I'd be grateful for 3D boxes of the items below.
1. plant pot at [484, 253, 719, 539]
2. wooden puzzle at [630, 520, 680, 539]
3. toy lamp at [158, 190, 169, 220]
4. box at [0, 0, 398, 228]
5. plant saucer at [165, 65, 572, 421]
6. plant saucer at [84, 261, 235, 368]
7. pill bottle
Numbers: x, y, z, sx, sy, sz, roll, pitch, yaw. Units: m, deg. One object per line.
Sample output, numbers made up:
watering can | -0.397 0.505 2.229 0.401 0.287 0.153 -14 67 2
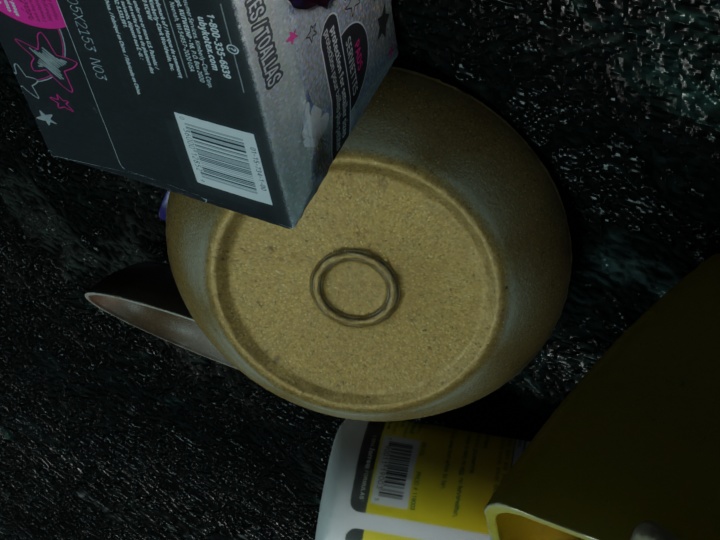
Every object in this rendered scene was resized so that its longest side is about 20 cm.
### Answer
plant pot | 0.190 0.112 0.689 0.200 0.177 0.200 18 148 23
wooden puzzle | 0.175 0.187 0.565 0.199 0.046 0.186 18 137 11
toy lamp | -0.008 -0.001 0.822 0.200 0.058 0.058 31 151 1
box | -0.070 -0.133 0.618 0.132 0.115 0.200 17 149 20
plant saucer | 0.000 0.000 0.741 0.200 0.035 0.201 5 121 7
plant saucer | -0.060 0.038 0.894 0.200 0.032 0.200 20 171 3
pill bottle | 0.079 0.152 0.892 0.199 0.113 0.113 9 147 6
